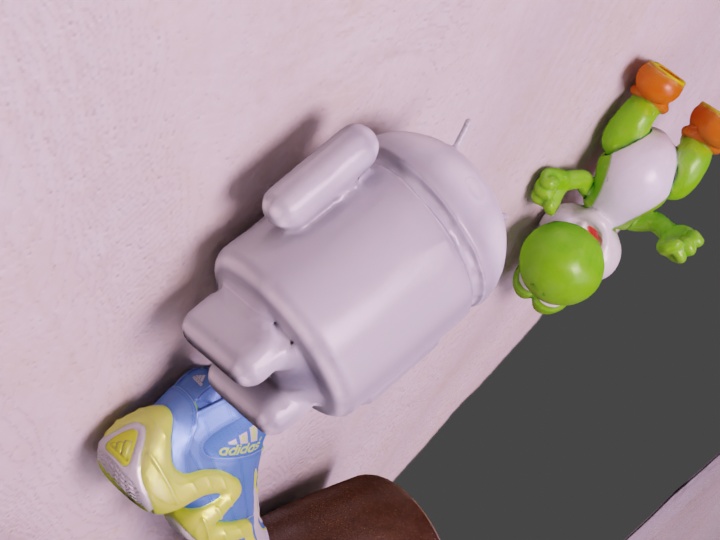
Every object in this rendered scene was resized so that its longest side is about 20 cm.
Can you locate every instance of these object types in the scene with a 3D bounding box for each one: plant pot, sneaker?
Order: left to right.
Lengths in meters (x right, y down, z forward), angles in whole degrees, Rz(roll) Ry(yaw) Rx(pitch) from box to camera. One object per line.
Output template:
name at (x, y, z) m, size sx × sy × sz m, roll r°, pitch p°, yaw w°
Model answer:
sneaker at (-0.078, 0.120, 0.864) m, size 0.105 × 0.076 × 0.200 m, roll -45°, pitch 153°, yaw -6°
plant pot at (-0.062, 0.253, 0.984) m, size 0.199 × 0.187 × 0.188 m, roll -7°, pitch 134°, yaw -33°

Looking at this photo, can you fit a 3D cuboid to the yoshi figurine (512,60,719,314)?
yoshi figurine at (0.181, -0.045, 1.012) m, size 0.112 × 0.112 × 0.200 m, roll 20°, pitch 113°, yaw -45°

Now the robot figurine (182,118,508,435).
robot figurine at (0.000, 0.000, 0.776) m, size 0.200 × 0.113 × 0.170 m, roll -38°, pitch 138°, yaw -19°
